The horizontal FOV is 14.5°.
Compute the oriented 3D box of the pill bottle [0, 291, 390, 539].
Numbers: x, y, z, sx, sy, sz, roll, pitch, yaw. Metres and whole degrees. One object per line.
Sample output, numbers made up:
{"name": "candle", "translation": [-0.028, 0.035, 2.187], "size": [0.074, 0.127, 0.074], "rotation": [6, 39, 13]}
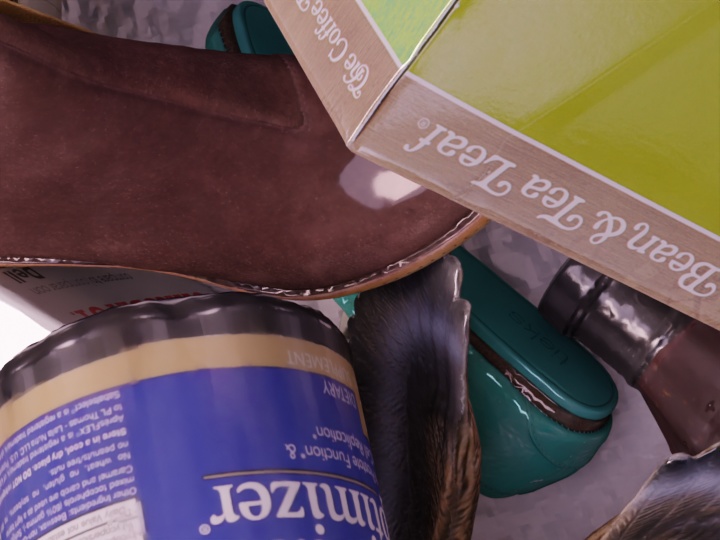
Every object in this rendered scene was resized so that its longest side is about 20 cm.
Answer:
{"name": "pill bottle", "translation": [-0.039, 0.117, 0.800], "size": [0.112, 0.112, 0.200], "rotation": [-22, 65, 21]}

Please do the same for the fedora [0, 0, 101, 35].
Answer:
{"name": "fedora", "translation": [-0.156, -0.107, 0.912], "size": [0.200, 0.201, 0.082], "rotation": [5, 83, 20]}

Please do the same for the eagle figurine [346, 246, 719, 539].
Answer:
{"name": "eagle figurine", "translation": [0.037, 0.108, 0.894], "size": [0.200, 0.152, 0.151], "rotation": [-61, 33, -1]}

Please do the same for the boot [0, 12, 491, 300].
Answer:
{"name": "boot", "translation": [-0.066, -0.040, 0.821], "size": [0.200, 0.166, 0.073], "rotation": [-8, 73, 24]}

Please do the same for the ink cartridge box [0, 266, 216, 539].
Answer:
{"name": "ink cartridge box", "translation": [-0.151, 0.010, 0.974], "size": [0.200, 0.146, 0.084], "rotation": [30, 102, 14]}

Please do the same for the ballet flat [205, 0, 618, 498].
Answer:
{"name": "ballet flat", "translation": [0.000, 0.000, 0.961], "size": [0.200, 0.067, 0.070], "rotation": [48, 118, 11]}

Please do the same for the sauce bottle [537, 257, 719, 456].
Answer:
{"name": "sauce bottle", "translation": [0.144, 0.061, 0.913], "size": [0.200, 0.066, 0.066], "rotation": [38, 107, 13]}

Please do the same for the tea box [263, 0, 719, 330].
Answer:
{"name": "tea box", "translation": [0.103, -0.101, 0.737], "size": [0.197, 0.200, 0.134], "rotation": [-52, 37, 17]}
